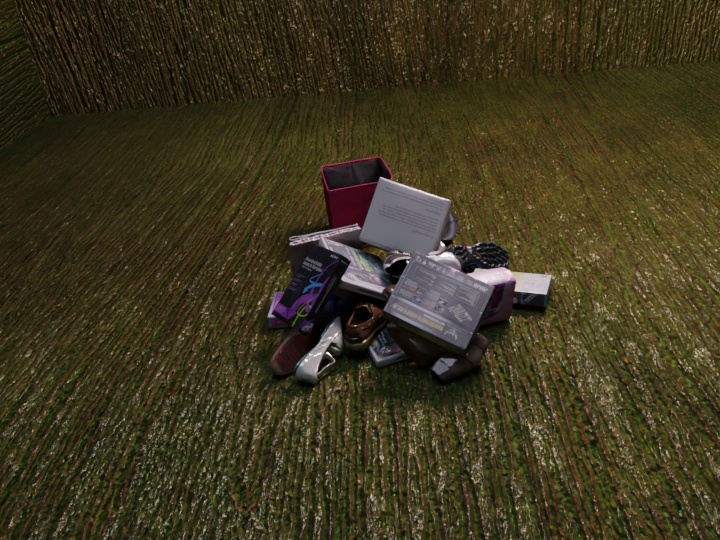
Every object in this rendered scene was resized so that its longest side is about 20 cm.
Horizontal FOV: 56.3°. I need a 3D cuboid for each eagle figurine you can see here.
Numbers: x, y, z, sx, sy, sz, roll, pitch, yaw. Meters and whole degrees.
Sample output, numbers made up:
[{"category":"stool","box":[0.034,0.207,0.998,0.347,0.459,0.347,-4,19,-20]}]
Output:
[{"category":"eagle figurine","box":[0.208,-0.133,1.974,0.151,0.151,0.200,42,6,3]}]

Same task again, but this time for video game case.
[{"category":"video game case","box":[0.091,0.143,1.604,0.179,0.024,0.200,-14,32,-13]},{"category":"video game case","box":[0.000,0.000,1.659,0.180,0.024,0.201,18,25,-29]}]

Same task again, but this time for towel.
[{"category":"towel","box":[-0.092,-0.037,1.788,0.197,0.192,0.033,-13,53,-10]}]

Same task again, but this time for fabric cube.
[{"category":"fabric cube","box":[-0.005,-0.202,2.031,0.197,0.202,0.197,-10,29,-5]}]

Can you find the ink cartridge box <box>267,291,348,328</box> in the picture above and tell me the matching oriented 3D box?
[{"category":"ink cartridge box","box":[-0.131,0.094,1.717,0.196,0.043,0.120,-2,30,4]}]

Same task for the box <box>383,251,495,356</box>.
[{"category":"box","box":[0.170,0.070,1.459,0.198,0.048,0.160,24,71,16]}]

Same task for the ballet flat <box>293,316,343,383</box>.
[{"category":"ballet flat","box":[-0.079,0.187,1.537,0.068,0.070,0.200,10,39,27]}]

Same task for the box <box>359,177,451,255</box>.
[{"category":"box","box":[0.124,-0.123,1.782,0.196,0.174,0.200,19,0,9]}]

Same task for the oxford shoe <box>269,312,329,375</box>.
[{"category":"oxford shoe","box":[-0.150,0.177,1.576,0.073,0.071,0.200,-17,19,46]}]

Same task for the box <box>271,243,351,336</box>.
[{"category":"box","box":[-0.117,0.041,1.567,0.142,0.036,0.202,21,78,55]}]

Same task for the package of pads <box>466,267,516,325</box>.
[{"category":"package of pads","box":[0.260,0.069,1.573,0.197,0.122,0.076,-11,32,-20]}]

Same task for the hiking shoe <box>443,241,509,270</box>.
[{"category":"hiking shoe","box":[0.301,-0.036,1.806,0.197,0.076,0.087,3,-11,-16]}]

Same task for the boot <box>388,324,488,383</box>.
[{"category":"boot","box":[0.178,0.151,1.490,0.146,0.071,0.200,-39,65,-19]}]

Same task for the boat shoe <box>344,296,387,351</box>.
[{"category":"boat shoe","box":[0.018,0.107,1.586,0.071,0.069,0.200,6,31,22]}]

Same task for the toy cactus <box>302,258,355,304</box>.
[{"category":"toy cactus","box":[-0.059,0.019,1.720,0.198,0.103,0.165,4,31,-39]}]

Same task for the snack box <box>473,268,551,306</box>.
[{"category":"snack box","box":[0.372,0.041,1.688,0.197,0.038,0.116,6,25,21]}]

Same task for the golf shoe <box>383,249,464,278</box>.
[{"category":"golf shoe","box":[0.151,-0.002,1.636,0.197,0.079,0.095,0,18,14]}]

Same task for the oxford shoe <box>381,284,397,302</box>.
[{"category":"oxford shoe","box":[0.136,0.043,1.585,0.198,0.085,0.073,-2,45,-37]}]
